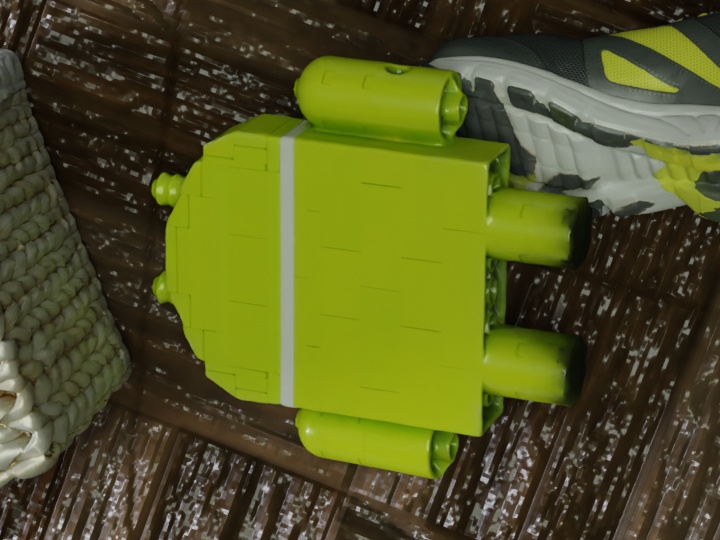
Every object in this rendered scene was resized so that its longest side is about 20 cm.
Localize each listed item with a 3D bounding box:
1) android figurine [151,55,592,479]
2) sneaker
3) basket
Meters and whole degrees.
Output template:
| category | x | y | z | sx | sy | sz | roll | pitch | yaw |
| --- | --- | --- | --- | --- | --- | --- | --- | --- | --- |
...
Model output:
| category | x | y | z | sx | sy | sz | roll | pitch | yaw |
| --- | --- | --- | --- | --- | --- | --- | --- | --- | --- |
| android figurine | 0.000 | 0.000 | 1.197 | 0.199 | 0.041 | 0.183 | 7 | 111 | 22 |
| sneaker | 0.125 | -0.070 | 1.189 | 0.199 | 0.085 | 0.075 | 14 | 143 | 19 |
| basket | -0.216 | 0.023 | 1.164 | 0.198 | 0.200 | 0.161 | -23 | 96 | 8 |
